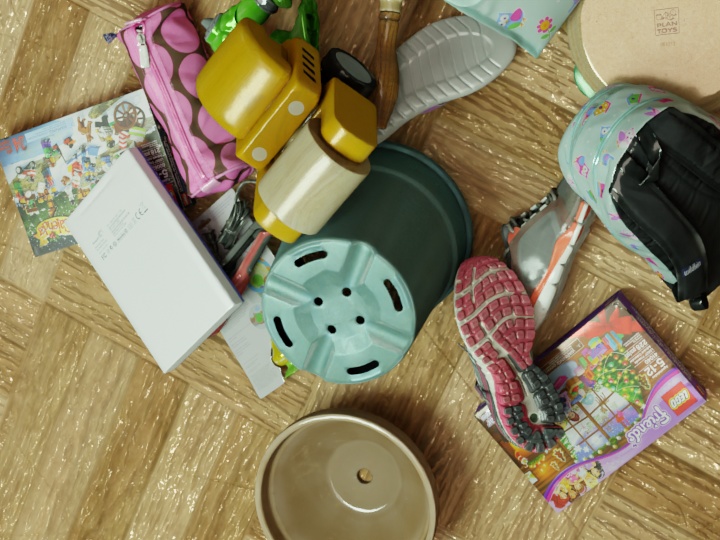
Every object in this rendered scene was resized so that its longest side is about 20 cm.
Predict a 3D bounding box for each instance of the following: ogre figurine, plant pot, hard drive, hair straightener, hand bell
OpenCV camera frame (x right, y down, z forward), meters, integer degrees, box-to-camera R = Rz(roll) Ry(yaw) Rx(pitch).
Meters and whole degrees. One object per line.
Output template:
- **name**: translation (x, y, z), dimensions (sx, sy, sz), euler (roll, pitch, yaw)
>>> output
- **ogre figurine**: translation (-0.087, -0.203, 1.262), dimensions (0.119, 0.099, 0.200), euler (-5, 145, 22)
- **plant pot**: translation (0.000, 0.000, 1.217), dimensions (0.198, 0.196, 0.202), euler (5, 116, 11)
- **hard drive**: translation (-0.221, -0.010, 1.319), dimensions (0.132, 0.025, 0.201), euler (-42, 79, 32)
- **hair straightener**: translation (-0.142, -0.022, 1.300), dimensions (0.077, 0.041, 0.201), euler (43, 125, 17)
- **plant pot**: translation (-0.007, 0.236, 1.346), dimensions (0.199, 0.093, 0.203), euler (4, 104, 15)
- **hand bell**: translation (0.029, -0.238, 1.205), dimensions (0.103, 0.104, 0.202), euler (6, 95, 15)

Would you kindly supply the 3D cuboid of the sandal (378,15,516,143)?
- **sandal**: translation (0.061, -0.190, 1.250), dimensions (0.201, 0.050, 0.083), euler (-28, 78, 3)

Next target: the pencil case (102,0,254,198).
- **pencil case**: translation (-0.184, -0.175, 1.303), dimensions (0.090, 0.094, 0.201), euler (-25, 96, 6)

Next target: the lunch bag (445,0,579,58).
- **lunch bag**: translation (0.127, -0.313, 1.119), dimensions (0.171, 0.199, 0.122), euler (-52, 44, 18)

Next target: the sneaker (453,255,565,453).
- **sneaker**: translation (0.135, 0.085, 1.239), dimensions (0.080, 0.075, 0.202), euler (-17, 92, -16)

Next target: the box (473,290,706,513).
- **box**: translation (0.234, 0.136, 1.280), dimensions (0.200, 0.039, 0.137), euler (-42, 89, 20)

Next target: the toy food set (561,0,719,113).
- **toy food set**: translation (0.289, -0.234, 1.176), dimensions (0.198, 0.049, 0.200), euler (-20, 97, 19)

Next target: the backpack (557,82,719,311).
- **backpack**: translation (0.277, -0.080, 1.138), dimensions (0.199, 0.126, 0.168), euler (32, 92, -35)

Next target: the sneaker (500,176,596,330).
- **sneaker**: translation (0.180, -0.040, 1.240), dimensions (0.081, 0.077, 0.202), euler (26, 108, 16)

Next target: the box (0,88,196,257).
- **box**: translation (-0.294, -0.108, 1.380), dimensions (0.198, 0.038, 0.138), euler (-16, 97, 19)

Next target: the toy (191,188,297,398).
- **toy**: translation (-0.114, 0.023, 1.349), dimensions (0.115, 0.047, 0.201), euler (-35, 81, 30)

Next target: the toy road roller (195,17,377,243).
- **toy road roller**: translation (-0.074, -0.139, 1.132), dimensions (0.145, 0.201, 0.123), euler (31, 118, -23)
